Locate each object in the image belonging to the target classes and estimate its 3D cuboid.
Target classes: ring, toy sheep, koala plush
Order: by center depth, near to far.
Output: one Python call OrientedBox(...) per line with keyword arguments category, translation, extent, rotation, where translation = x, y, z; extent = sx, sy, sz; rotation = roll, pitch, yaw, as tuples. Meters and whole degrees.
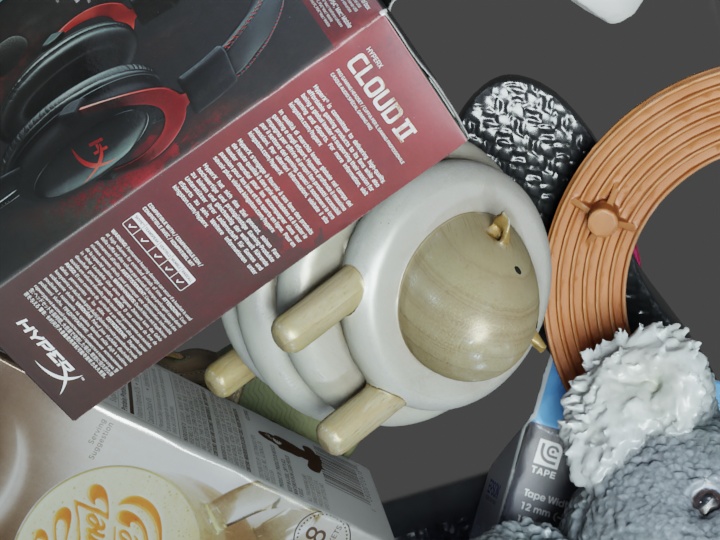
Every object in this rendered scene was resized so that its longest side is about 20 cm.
OrientedBox(category="koala plush", translation=(0.103, 0.132, 0.852), extent=(0.177, 0.184, 0.200), rotation=(44, 75, -13))
OrientedBox(category="toy sheep", translation=(0.000, 0.000, 0.860), extent=(0.137, 0.200, 0.139), rotation=(-12, 112, -33))
OrientedBox(category="ring", translation=(0.173, 0.013, 0.885), extent=(0.199, 0.019, 0.202), rotation=(2, 109, 7))

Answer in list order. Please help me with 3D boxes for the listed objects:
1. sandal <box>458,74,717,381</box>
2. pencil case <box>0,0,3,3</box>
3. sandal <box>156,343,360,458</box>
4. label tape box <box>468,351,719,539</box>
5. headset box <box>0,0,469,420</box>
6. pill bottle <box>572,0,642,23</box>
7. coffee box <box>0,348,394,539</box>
OrientedBox(category="sandal", translation=(0.093, 0.000, 0.950), extent=(0.075, 0.045, 0.200), rotation=(-28, 116, 10))
OrientedBox(category="pencil case", translation=(-0.133, -0.118, 0.888), extent=(0.200, 0.087, 0.088), rotation=(-38, 101, 5))
OrientedBox(category="sandal", translation=(-0.085, 0.072, 0.927), extent=(0.200, 0.057, 0.080), rotation=(-21, 63, 3))
OrientedBox(category="label tape box", translation=(0.119, 0.142, 0.959), extent=(0.142, 0.066, 0.201), rotation=(17, 88, -5))
OrientedBox(category="headset box", translation=(-0.065, -0.065, 0.804), extent=(0.199, 0.149, 0.075), rotation=(-35, 134, 4))
OrientedBox(category="pill bottle", translation=(0.114, -0.210, 0.867), extent=(0.112, 0.112, 0.201), rotation=(32, 98, -9))
OrientedBox(category="coffee box", translation=(-0.102, 0.098, 0.861), extent=(0.199, 0.080, 0.115), rotation=(27, 103, -17))
